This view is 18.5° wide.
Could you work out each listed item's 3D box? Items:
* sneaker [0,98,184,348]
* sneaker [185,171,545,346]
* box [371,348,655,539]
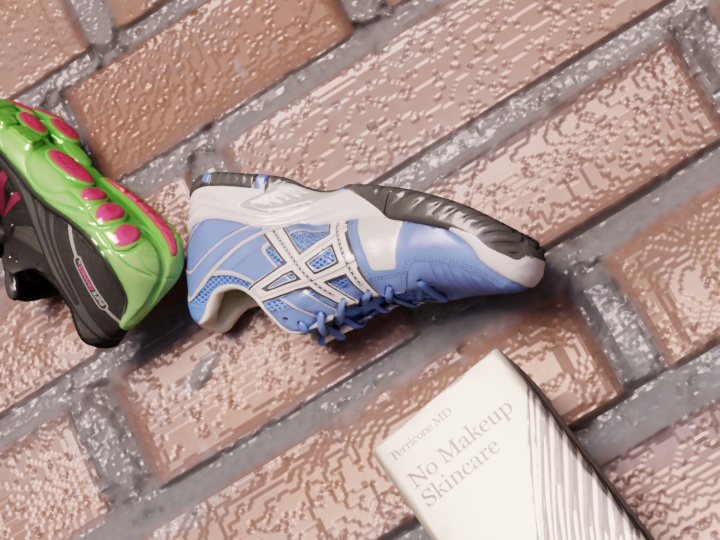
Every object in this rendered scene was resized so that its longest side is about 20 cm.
[{"bbox_3d":[-0.171,-0.030,1.155,0.200,0.077,0.084,44,110,42],"label":"sneaker"},{"bbox_3d":[0.000,0.000,1.082,0.200,0.076,0.077,4,78,34],"label":"sneaker"},{"bbox_3d":[0.095,0.138,0.985,0.082,0.068,0.200,-40,61,4],"label":"box"}]
